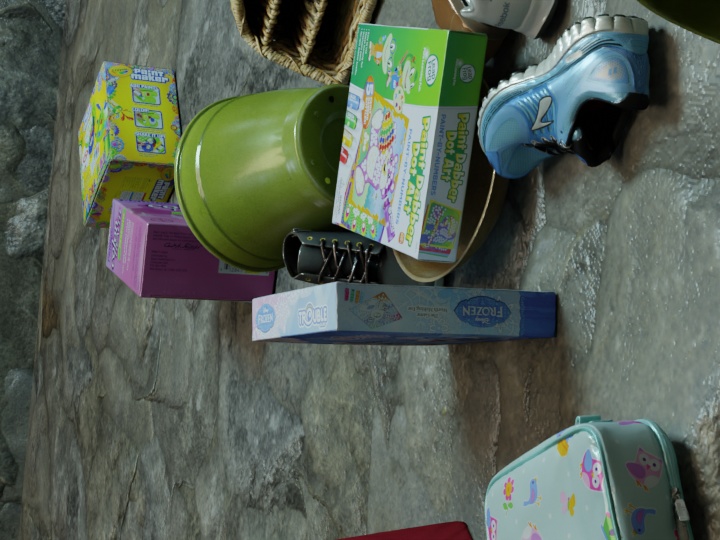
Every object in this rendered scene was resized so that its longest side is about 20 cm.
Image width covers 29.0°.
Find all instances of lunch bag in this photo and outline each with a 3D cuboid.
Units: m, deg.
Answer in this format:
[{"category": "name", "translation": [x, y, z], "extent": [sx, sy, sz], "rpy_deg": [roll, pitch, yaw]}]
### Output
[{"category": "lunch bag", "translation": [0.166, 0.196, 1.020], "extent": [0.200, 0.077, 0.161], "rpy_deg": [135, 134, -57]}]

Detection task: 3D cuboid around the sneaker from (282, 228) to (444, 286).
[{"category": "sneaker", "translation": [0.000, 0.000, 1.389], "extent": [0.200, 0.106, 0.075], "rpy_deg": [11, 97, 63]}]

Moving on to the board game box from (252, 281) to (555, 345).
[{"category": "board game box", "translation": [0.031, 0.040, 1.199], "extent": [0.200, 0.198, 0.044], "rpy_deg": [168, 104, -66]}]

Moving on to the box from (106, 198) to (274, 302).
[{"category": "box", "translation": [-0.223, -0.027, 1.823], "extent": [0.200, 0.175, 0.097], "rpy_deg": [-154, 69, -65]}]

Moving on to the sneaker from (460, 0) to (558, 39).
[{"category": "sneaker", "translation": [0.108, -0.286, 1.211], "extent": [0.075, 0.087, 0.200], "rpy_deg": [114, 151, -42]}]

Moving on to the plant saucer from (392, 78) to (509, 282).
[{"category": "plant saucer", "translation": [0.086, -0.086, 1.279], "extent": [0.200, 0.035, 0.201], "rpy_deg": [-33, 52, 57]}]

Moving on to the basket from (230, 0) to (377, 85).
[{"category": "basket", "translation": [-0.067, -0.327, 1.550], "extent": [0.149, 0.142, 0.200], "rpy_deg": [-109, 32, -43]}]

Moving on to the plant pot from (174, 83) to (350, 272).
[{"category": "plant pot", "translation": [-0.065, -0.111, 1.487], "extent": [0.193, 0.200, 0.201], "rpy_deg": [-14, 73, 53]}]

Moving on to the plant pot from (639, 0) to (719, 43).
[{"category": "plant pot", "translation": [0.265, -0.215, 0.724], "extent": [0.200, 0.200, 0.194], "rpy_deg": [23, 95, 65]}]

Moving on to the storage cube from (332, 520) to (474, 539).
[{"category": "storage cube", "translation": [0.020, 0.316, 1.126], "extent": [0.171, 0.179, 0.201], "rpy_deg": [-173, 75, -87]}]

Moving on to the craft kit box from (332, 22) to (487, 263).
[{"category": "craft kit box", "translation": [0.041, -0.123, 1.279], "extent": [0.197, 0.048, 0.201], "rpy_deg": [23, 107, 62]}]

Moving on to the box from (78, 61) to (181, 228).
[{"category": "box", "translation": [-0.380, -0.200, 2.276], "extent": [0.200, 0.122, 0.193], "rpy_deg": [127, 140, -53]}]

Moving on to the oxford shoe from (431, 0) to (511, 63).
[{"category": "oxford shoe", "translation": [0.081, -0.270, 1.295], "extent": [0.071, 0.071, 0.201], "rpy_deg": [115, 147, -48]}]

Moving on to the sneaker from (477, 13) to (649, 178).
[{"category": "sneaker", "translation": [0.157, -0.116, 1.089], "extent": [0.200, 0.078, 0.090], "rpy_deg": [136, 130, -57]}]
